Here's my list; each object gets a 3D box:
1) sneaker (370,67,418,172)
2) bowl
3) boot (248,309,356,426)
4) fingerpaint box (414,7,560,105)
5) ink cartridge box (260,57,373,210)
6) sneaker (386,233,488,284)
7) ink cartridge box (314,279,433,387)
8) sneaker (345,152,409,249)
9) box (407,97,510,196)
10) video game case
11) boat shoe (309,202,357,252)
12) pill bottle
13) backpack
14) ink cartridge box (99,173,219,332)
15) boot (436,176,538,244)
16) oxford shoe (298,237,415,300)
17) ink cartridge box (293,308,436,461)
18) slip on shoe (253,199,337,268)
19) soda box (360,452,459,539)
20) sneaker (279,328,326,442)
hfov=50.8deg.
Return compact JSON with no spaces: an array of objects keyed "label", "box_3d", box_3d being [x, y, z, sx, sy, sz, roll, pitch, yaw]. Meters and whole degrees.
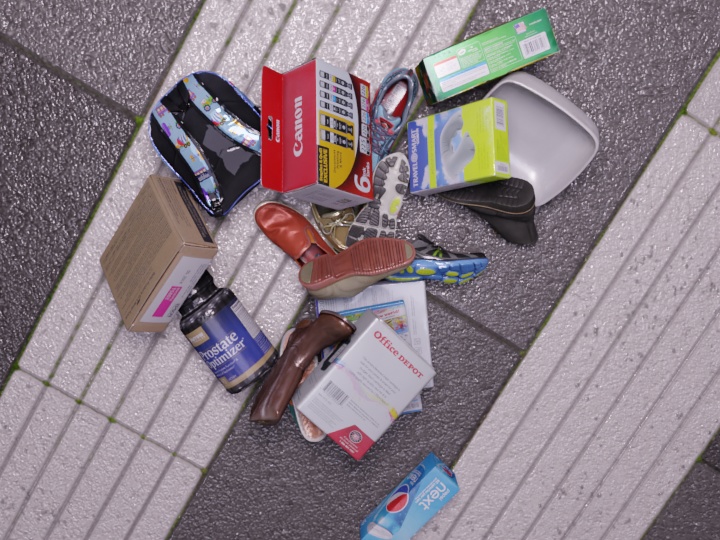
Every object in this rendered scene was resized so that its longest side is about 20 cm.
[{"label":"sneaker","box_3d":[0.032,-0.244,1.253,0.078,0.096,0.202,23,100,-5]},{"label":"bowl","box_3d":[0.274,-0.221,1.239,0.199,0.075,0.200,34,141,-5]},{"label":"boot","box_3d":[-0.100,0.167,1.229,0.064,0.186,0.201,39,63,-15]},{"label":"fingerpaint box","box_3d":[0.193,-0.335,1.202,0.198,0.167,0.074,-22,99,4]},{"label":"ink cartridge box","box_3d":[-0.066,-0.214,1.183,0.083,0.174,0.203,-11,76,40]},{"label":"sneaker","box_3d":[0.127,-0.025,1.304,0.197,0.071,0.084,2,59,-9]},{"label":"ink cartridge box","box_3d":[0.025,0.119,1.352,0.197,0.041,0.203,-5,102,0]},{"label":"sneaker","box_3d":[0.036,-0.102,1.277,0.076,0.085,0.202,24,107,-2]},{"label":"box","box_3d":[0.145,-0.192,1.211,0.047,0.199,0.124,2,84,-43]},{"label":"video game case","box_3d":[0.024,0.162,1.331,0.141,0.018,0.203,-10,102,2]},{"label":"boat shoe","box_3d":[-0.055,-0.120,1.292,0.072,0.063,0.203,-19,102,2]},{"label":"pill bottle","box_3d":[-0.241,0.103,1.309,0.111,0.112,0.201,-35,100,6]},{"label":"backpack","box_3d":[-0.235,-0.214,1.234,0.182,0.135,0.200,-42,100,7]},{"label":"ink cartridge box","box_3d":[-0.332,-0.025,1.234,0.200,0.075,0.166,-50,56,26]},{"label":"boot","box_3d":[0.207,-0.106,1.298,0.198,0.139,0.078,24,70,30]},{"label":"oxford shoe","box_3d":[0.000,0.000,1.256,0.197,0.072,0.074,-12,142,13]},{"label":"ink cartridge box","box_3d":[0.006,0.189,1.271,0.146,0.083,0.200,43,90,-13]},{"label":"slip on shoe","box_3d":[-0.103,-0.046,1.308,0.200,0.061,0.074,44,99,-7]},{"label":"soda box","box_3d":[0.089,0.438,1.405,0.068,0.064,0.200,42,97,-8]},{"label":"sneaker","box_3d":[-0.107,0.207,1.356,0.070,0.080,0.203,-10,80,-15]}]
